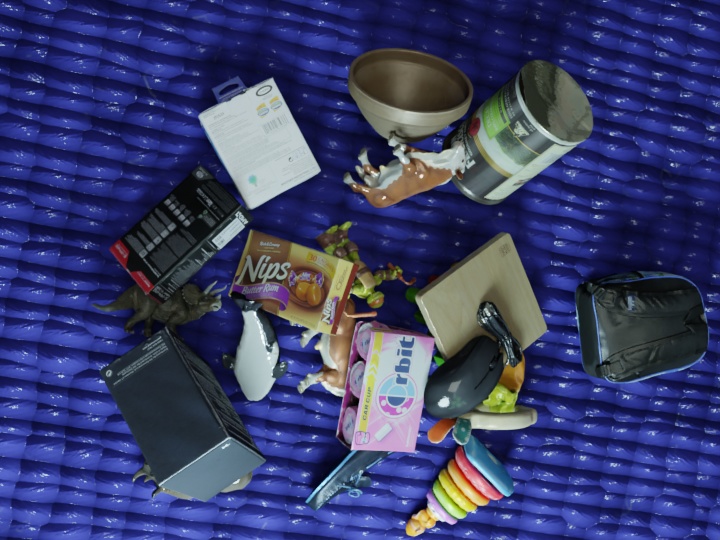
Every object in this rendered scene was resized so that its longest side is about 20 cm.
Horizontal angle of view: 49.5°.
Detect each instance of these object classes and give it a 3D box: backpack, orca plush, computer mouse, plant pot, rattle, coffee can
[{"bbox_3d":[0.476,0.088,1.342,0.200,0.147,0.183,-9,93,-5],"label":"backpack"},{"bbox_3d":[-0.173,0.113,1.263,0.105,0.071,0.200,-9,121,10],"label":"orca plush"},{"bbox_3d":[0.183,0.158,1.241,0.200,0.053,0.139,-43,117,-18],"label":"computer mouse"},{"bbox_3d":[0.075,-0.271,1.264,0.201,0.201,0.093,2,133,-10],"label":"plant pot"},{"bbox_3d":[0.201,0.204,1.294,0.200,0.130,0.143,3,105,-31],"label":"rattle"},{"bbox_3d":[0.245,-0.215,1.240,0.146,0.200,0.147,14,60,-26],"label":"coffee can"}]

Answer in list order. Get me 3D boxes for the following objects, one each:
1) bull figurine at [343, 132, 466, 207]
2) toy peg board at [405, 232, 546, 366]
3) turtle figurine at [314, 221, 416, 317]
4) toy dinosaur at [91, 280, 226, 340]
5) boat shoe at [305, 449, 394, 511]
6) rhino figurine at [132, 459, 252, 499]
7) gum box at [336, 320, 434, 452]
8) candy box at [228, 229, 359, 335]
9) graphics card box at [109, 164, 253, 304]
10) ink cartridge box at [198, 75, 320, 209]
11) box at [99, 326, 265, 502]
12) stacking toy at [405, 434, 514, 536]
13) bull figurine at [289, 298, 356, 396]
[{"bbox_3d":[0.071,-0.160,1.247,0.121,0.200,0.065,35,46,-31],"label":"bull figurine"},{"bbox_3d":[0.184,0.066,1.315,0.199,0.098,0.200,-35,114,-22],"label":"toy peg board"},{"bbox_3d":[0.000,0.000,1.285,0.200,0.064,0.161,-24,79,-47],"label":"turtle figurine"},{"bbox_3d":[-0.322,0.058,1.253,0.200,0.077,0.102,10,79,-5],"label":"toy dinosaur"},{"bbox_3d":[-0.003,0.335,1.303,0.200,0.084,0.069,-42,87,-3],"label":"boat shoe"},{"bbox_3d":[-0.271,0.326,1.271,0.200,0.060,0.088,-8,91,-8],"label":"rhino figurine"},{"bbox_3d":[0.041,0.182,1.246,0.113,0.066,0.200,9,93,-25],"label":"gum box"},{"bbox_3d":[-0.108,0.016,1.224,0.056,0.200,0.117,19,90,-54],"label":"candy box"},{"bbox_3d":[-0.281,-0.058,1.225,0.200,0.051,0.125,-45,58,-5],"label":"graphics card box"},{"bbox_3d":[-0.169,-0.216,1.254,0.136,0.076,0.200,-29,98,-8],"label":"ink cartridge box"},{"bbox_3d":[-0.260,0.220,1.161,0.123,0.200,0.198,-35,66,-6],"label":"box"},{"bbox_3d":[0.154,0.388,1.334,0.200,0.116,0.110,-44,96,6],"label":"stacking toy"},{"bbox_3d":[-0.043,0.144,1.286,0.121,0.065,0.200,-11,96,-25],"label":"bull figurine"}]
